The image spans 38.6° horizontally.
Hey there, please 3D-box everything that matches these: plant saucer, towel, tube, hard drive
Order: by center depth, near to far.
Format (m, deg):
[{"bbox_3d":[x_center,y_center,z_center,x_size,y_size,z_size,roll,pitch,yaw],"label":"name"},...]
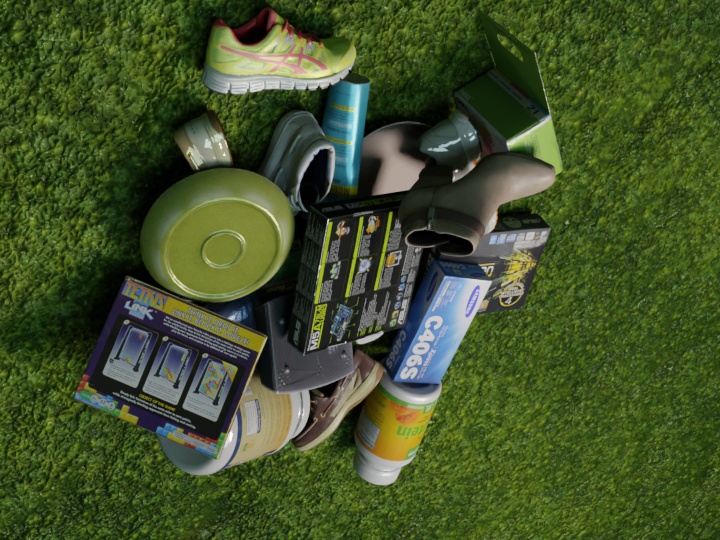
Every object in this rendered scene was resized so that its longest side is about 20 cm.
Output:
[{"bbox_3d":[-0.173,-0.033,1.277,0.196,0.031,0.203,-11,131,-13],"label":"plant saucer"},{"bbox_3d":[-0.028,-0.153,1.336,0.050,0.076,0.204,-44,147,-61],"label":"tube"},{"bbox_3d":[-0.227,0.092,1.403,0.197,0.049,0.112,-16,150,-20],"label":"towel"},{"bbox_3d":[0.036,-0.123,1.435,0.197,0.032,0.203,-18,132,-21],"label":"plant saucer"},{"bbox_3d":[-0.078,0.096,1.445,0.199,0.042,0.138,-8,93,-59],"label":"hard drive"}]

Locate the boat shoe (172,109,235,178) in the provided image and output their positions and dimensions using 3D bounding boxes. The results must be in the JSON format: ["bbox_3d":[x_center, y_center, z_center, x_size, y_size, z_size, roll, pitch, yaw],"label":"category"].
[{"bbox_3d":[-0.184,-0.104,1.285,0.065,0.074,0.203,-19,128,-7],"label":"boat shoe"}]

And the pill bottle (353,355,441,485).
[{"bbox_3d":[0.053,0.248,1.681,0.109,0.111,0.203,-2,125,-31],"label":"pill bottle"}]

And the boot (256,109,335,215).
[{"bbox_3d":[-0.093,-0.098,1.323,0.072,0.096,0.203,0,125,-32],"label":"boot"}]

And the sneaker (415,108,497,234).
[{"bbox_3d":[0.128,-0.125,1.430,0.091,0.076,0.202,-24,126,-3],"label":"sneaker"}]

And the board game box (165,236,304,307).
[{"bbox_3d":[-0.168,0.012,1.392,0.197,0.024,0.106,-14,149,-24],"label":"board game box"}]

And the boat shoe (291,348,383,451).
[{"bbox_3d":[-0.051,0.200,1.619,0.072,0.072,0.200,39,112,-14],"label":"boat shoe"}]

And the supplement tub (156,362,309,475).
[{"bbox_3d":[-0.175,0.196,1.439,0.199,0.144,0.146,-5,130,-56],"label":"supplement tub"}]

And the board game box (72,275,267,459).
[{"bbox_3d":[-0.238,0.123,1.300,0.197,0.057,0.168,23,78,-1],"label":"board game box"}]

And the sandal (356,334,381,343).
[{"bbox_3d":[0.016,0.027,1.521,0.078,0.060,0.209,-16,144,-30],"label":"sandal"}]

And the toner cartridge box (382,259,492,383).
[{"bbox_3d":[0.116,0.082,1.577,0.093,0.043,0.203,5,122,-33],"label":"toner cartridge box"}]

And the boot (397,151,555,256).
[{"bbox_3d":[0.146,-0.079,1.309,0.196,0.148,0.071,-2,132,16],"label":"boot"}]

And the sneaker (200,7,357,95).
[{"bbox_3d":[-0.091,-0.264,1.211,0.197,0.078,0.092,-12,123,-27],"label":"sneaker"}]

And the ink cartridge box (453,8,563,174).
[{"bbox_3d":[0.186,-0.223,1.370,0.075,0.148,0.201,-31,134,-5],"label":"ink cartridge box"}]

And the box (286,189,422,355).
[{"bbox_3d":[0.000,0.000,1.375,0.191,0.047,0.204,-12,124,-38],"label":"box"}]

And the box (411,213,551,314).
[{"bbox_3d":[0.188,-0.006,1.611,0.196,0.049,0.164,-5,126,-27],"label":"box"}]
